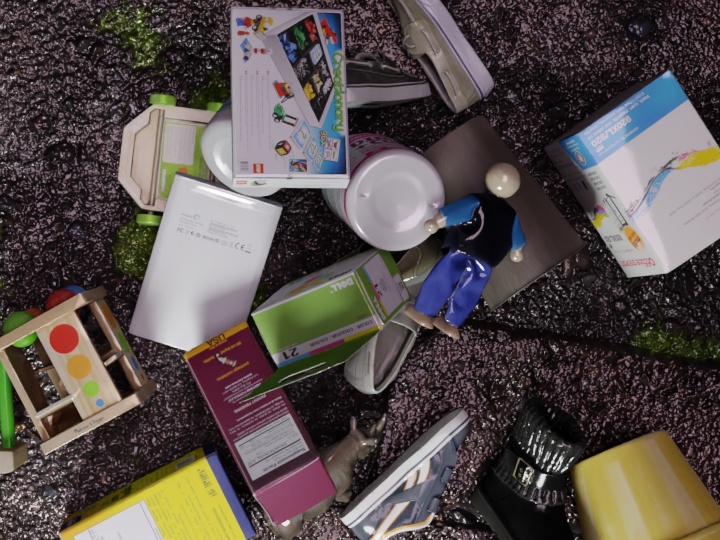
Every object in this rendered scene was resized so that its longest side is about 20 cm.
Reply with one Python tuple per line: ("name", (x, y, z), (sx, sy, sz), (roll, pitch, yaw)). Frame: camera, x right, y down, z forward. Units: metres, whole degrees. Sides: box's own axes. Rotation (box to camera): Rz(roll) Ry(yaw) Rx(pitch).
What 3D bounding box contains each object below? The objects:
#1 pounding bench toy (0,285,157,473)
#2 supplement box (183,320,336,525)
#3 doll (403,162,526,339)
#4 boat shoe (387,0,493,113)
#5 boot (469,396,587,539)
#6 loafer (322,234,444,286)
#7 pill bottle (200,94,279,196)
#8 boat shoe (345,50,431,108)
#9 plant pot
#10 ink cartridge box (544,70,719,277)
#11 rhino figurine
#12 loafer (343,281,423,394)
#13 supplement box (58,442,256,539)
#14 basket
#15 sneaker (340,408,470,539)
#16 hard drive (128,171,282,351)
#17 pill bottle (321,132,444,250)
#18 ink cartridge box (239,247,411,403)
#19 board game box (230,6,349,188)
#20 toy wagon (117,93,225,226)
("pounding bench toy", (-0.363, 0.121, 1.525), (0.199, 0.124, 0.157), (-29, 93, 1))
("supplement box", (-0.115, 0.175, 1.525), (0.085, 0.111, 0.201), (-28, 60, -6))
("doll", (0.121, -0.028, 1.481), (0.136, 0.048, 0.201), (22, 100, -30))
("boat shoe", (0.084, -0.283, 1.631), (0.062, 0.072, 0.200), (-41, 97, -10))
("boot", (0.230, 0.267, 1.568), (0.211, 0.079, 0.158), (46, 113, 35))
("loafer", (0.000, 0.000, 1.583), (0.199, 0.070, 0.076), (-28, 53, 13))
("pill bottle", (-0.095, -0.187, 1.553), (0.111, 0.111, 0.200), (36, 51, -6))
("boat shoe", (0.020, -0.227, 1.570), (0.070, 0.200, 0.064), (-7, 93, 32))
("plant pot", (0.346, 0.303, 1.607), (0.200, 0.201, 0.190), (-20, 75, -8))
("ink cartridge box", (0.351, -0.113, 1.628), (0.144, 0.147, 0.201), (-35, 93, -8))
("rhino figurine", (-0.037, 0.243, 1.586), (0.200, 0.088, 0.060), (-44, 64, -8))
("loafer", (0.049, 0.058, 1.612), (0.070, 0.070, 0.201), (26, 87, -29))
("supplement box", (-0.235, 0.298, 1.550), (0.199, 0.110, 0.109), (-26, 92, -9))
("basket", (0.159, -0.073, 1.603), (0.136, 0.180, 0.201), (-36, 84, 23))
("sneaker", (0.072, 0.257, 1.615), (0.200, 0.078, 0.079), (-44, 90, 4))
("hard drive", (-0.184, -0.002, 1.578), (0.131, 0.026, 0.201), (17, 103, -8))
("pill bottle", (0.017, -0.098, 1.543), (0.113, 0.200, 0.114), (-3, 104, -14))
("ink cartridge box", (-0.049, 0.056, 1.464), (0.147, 0.200, 0.076), (-22, 98, 27))
("board game box", (-0.078, -0.188, 1.450), (0.125, 0.035, 0.201), (1, 74, -8))
("toy wagon", (-0.188, -0.125, 1.602), (0.199, 0.040, 0.156), (7, 88, -9))
